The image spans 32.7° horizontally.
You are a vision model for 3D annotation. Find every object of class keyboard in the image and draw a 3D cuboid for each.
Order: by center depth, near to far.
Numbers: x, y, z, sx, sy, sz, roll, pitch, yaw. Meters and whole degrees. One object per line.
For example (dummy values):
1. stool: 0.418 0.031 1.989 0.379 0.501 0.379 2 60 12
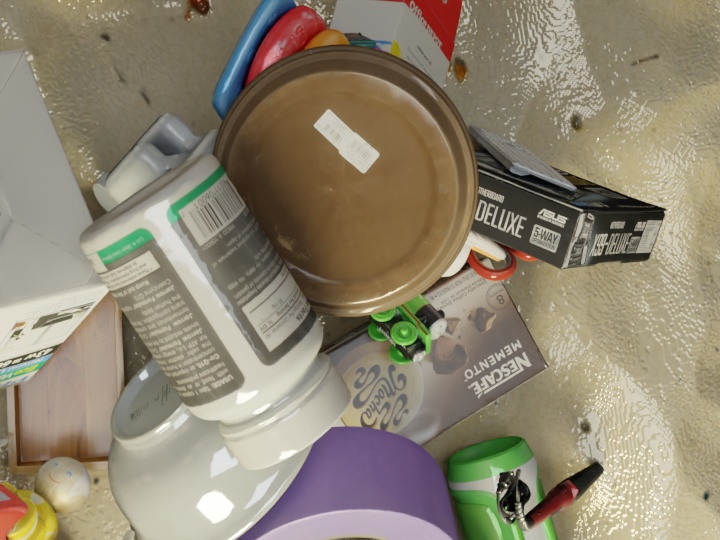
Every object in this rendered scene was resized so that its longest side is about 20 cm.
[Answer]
1. keyboard: 0.134 -0.098 1.039 0.056 0.200 0.011 15 104 -9

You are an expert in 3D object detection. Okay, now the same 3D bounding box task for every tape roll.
1. tape roll: -0.019 0.225 1.007 0.198 0.085 0.201 -5 132 -5

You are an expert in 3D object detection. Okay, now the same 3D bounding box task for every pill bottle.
1. pill bottle: -0.096 0.031 0.854 0.113 0.113 0.201 -33 103 -9

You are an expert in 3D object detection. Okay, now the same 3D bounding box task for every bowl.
1. bowl: -0.134 0.122 0.976 0.201 0.201 0.091 -45 119 -8

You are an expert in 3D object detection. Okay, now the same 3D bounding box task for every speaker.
1. speaker: 0.139 0.255 1.090 0.088 0.088 0.202 -17 92 -10

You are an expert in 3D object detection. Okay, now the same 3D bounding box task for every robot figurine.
1. robot figurine: -0.106 -0.030 0.976 0.200 0.113 0.170 42 50 -13

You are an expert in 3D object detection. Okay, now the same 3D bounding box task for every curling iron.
1. curling iron: 0.171 0.186 1.060 0.025 0.199 0.050 -19 80 33

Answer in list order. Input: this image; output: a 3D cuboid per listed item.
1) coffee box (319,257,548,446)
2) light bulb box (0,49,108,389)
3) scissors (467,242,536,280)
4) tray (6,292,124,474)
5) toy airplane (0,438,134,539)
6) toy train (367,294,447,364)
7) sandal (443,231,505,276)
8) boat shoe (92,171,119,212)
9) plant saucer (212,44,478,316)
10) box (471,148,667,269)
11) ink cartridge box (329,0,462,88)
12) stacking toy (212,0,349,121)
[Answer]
1. coffee box: 0.049 0.086 1.078 0.199 0.080 0.114 -29 91 -9
2. light bulb box: -0.303 -0.024 0.918 0.124 0.200 0.200 -13 73 -40
3. scissors: 0.067 -0.048 1.083 0.199 0.014 0.073 28 52 26
4. tray: -0.252 0.068 1.047 0.097 0.037 0.203 -2 89 -10
5. toy airplane: -0.260 0.216 0.974 0.200 0.199 0.142 43 73 -22
6. toy train: 0.000 0.000 1.043 0.056 0.042 0.200 -31 60 -22
7. sandal: 0.018 -0.032 1.002 0.205 0.079 0.060 19 96 -16
8. boat shoe: -0.137 -0.026 1.056 0.200 0.070 0.066 40 68 -5
9. plant saucer: -0.013 -0.061 0.889 0.198 0.029 0.202 1 104 5
10. box: 0.144 -0.054 1.012 0.157 0.199 0.050 26 105 29
11. ink cartridge box: 0.020 -0.168 1.046 0.067 0.116 0.202 9 77 26
12. stacking toy: -0.002 -0.121 0.929 0.199 0.116 0.111 27 83 15
